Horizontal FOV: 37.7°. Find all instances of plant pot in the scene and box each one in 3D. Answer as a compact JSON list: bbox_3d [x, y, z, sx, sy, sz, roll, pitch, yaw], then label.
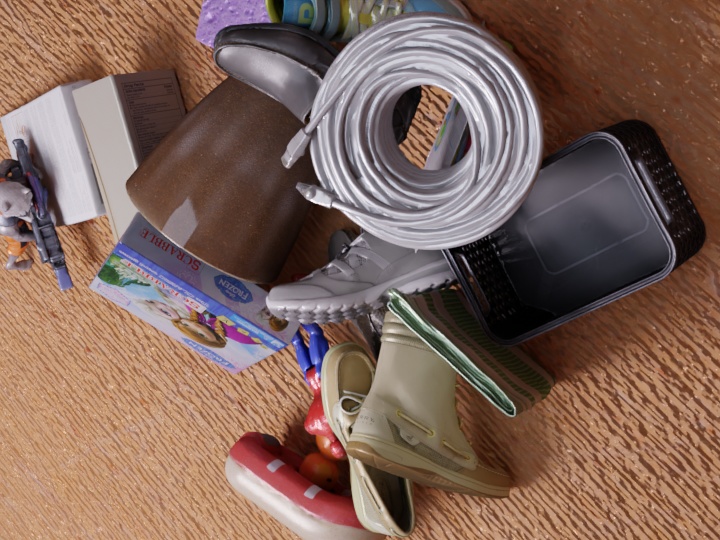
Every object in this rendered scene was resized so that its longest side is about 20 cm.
[{"bbox_3d":[-0.109,-0.121,1.082,0.187,0.187,0.200,40,105,18],"label":"plant pot"}]

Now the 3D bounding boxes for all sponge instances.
[{"bbox_3d":[-0.106,-0.317,1.102,0.111,0.030,0.201,28,117,24],"label":"sponge"}]

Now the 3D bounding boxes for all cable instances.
[{"bbox_3d":[0.057,-0.116,0.894,0.200,0.069,0.200,33,112,5],"label":"cable"}]

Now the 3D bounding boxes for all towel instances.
[{"bbox_3d":[0.107,0.068,0.969,0.152,0.200,0.023,43,102,16],"label":"towel"}]

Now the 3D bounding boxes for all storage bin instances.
[{"bbox_3d":[0.187,-0.033,0.949,0.200,0.094,0.136,-29,86,35],"label":"storage bin"}]

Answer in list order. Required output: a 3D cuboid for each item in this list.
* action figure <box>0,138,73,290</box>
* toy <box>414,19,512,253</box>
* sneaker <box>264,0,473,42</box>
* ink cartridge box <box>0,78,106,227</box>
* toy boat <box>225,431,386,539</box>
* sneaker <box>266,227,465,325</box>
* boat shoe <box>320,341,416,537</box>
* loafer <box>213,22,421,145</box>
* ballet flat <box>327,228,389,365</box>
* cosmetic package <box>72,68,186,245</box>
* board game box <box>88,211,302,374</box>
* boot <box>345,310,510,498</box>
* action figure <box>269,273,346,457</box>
[{"bbox_3d":[-0.441,-0.051,1.332,0.193,0.104,0.201,-38,72,60],"label":"action figure"},{"bbox_3d":[0.099,-0.122,0.989,0.047,0.115,0.201,14,116,-5],"label":"toy"},{"bbox_3d":[-0.003,-0.236,0.994,0.199,0.130,0.080,18,112,27],"label":"sneaker"},{"bbox_3d":[-0.378,-0.140,1.334,0.200,0.057,0.163,-6,101,55],"label":"ink cartridge box"},{"bbox_3d":[-0.042,0.221,1.171,0.200,0.130,0.131,29,88,24],"label":"toy boat"},{"bbox_3d":[0.000,0.000,1.058,0.075,0.199,0.082,111,144,-74],"label":"sneaker"},{"bbox_3d":[0.013,0.171,1.072,0.063,0.073,0.202,-10,91,63],"label":"boat shoe"},{"bbox_3d":[-0.043,-0.169,0.968,0.199,0.073,0.073,16,147,-2],"label":"loafer"},{"bbox_3d":[0.022,0.047,1.115,0.067,0.046,0.201,-38,75,57],"label":"ballet flat"},{"bbox_3d":[-0.243,-0.121,1.203,0.073,0.103,0.201,-12,95,36],"label":"cosmetic package"},{"bbox_3d":[-0.182,0.032,1.135,0.200,0.041,0.199,33,156,-12],"label":"board game box"},{"bbox_3d":[0.086,0.138,1.058,0.073,0.199,0.156,-12,59,56],"label":"boot"},{"bbox_3d":[-0.029,0.107,1.156,0.065,0.099,0.201,-33,62,38],"label":"action figure"}]
